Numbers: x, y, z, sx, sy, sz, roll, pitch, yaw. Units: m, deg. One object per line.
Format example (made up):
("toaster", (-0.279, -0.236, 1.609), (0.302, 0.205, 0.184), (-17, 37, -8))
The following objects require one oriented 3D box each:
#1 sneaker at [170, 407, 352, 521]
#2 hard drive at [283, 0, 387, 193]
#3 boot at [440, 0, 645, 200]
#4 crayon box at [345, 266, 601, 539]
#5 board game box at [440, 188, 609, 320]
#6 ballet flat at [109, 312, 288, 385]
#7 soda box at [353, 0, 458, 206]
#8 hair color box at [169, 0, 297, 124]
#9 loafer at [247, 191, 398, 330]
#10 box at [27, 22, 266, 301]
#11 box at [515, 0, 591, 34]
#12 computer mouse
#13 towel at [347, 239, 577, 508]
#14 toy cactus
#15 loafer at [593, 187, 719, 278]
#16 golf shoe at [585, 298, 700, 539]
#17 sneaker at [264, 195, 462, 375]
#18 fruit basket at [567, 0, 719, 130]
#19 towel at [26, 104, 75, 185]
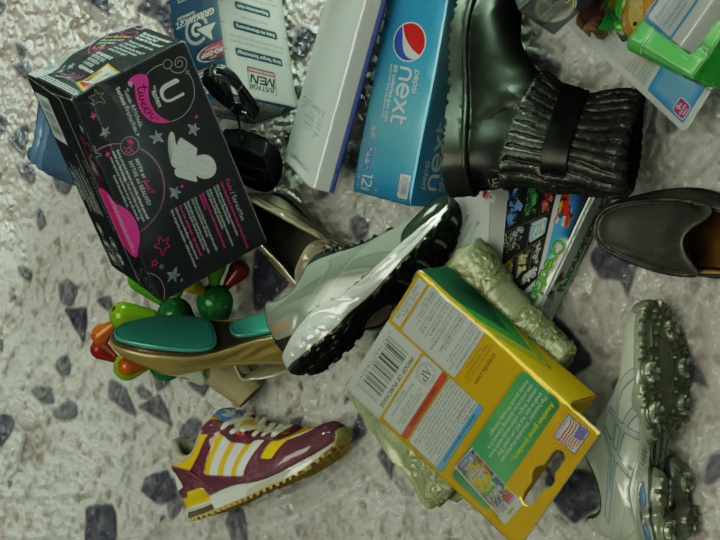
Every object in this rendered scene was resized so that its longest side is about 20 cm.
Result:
("sneaker", (-0.099, 0.161, 1.651), (0.200, 0.075, 0.090), (-27, 80, 31))
("hard drive", (-0.020, -0.179, 1.580), (0.132, 0.025, 0.201), (-131, 56, -70))
("boot", (0.154, -0.148, 1.464), (0.157, 0.079, 0.212), (-3, 65, 19))
("crayon box", (0.097, 0.107, 1.444), (0.200, 0.052, 0.126), (42, 115, 23))
("board game box", (0.117, -0.010, 1.521), (0.126, 0.035, 0.201), (34, 109, 30))
("ballet flat", (-0.124, 0.074, 1.619), (0.069, 0.199, 0.063), (-104, 11, -61))
("soda box", (0.054, -0.158, 1.546), (0.064, 0.068, 0.201), (16, 99, 34))
("hair color box", (-0.122, -0.241, 1.645), (0.060, 0.100, 0.201), (-16, 76, 35))
("loafer", (-0.048, -0.010, 1.605), (0.200, 0.063, 0.072), (39, 107, 39))
("box", (-0.185, -0.098, 1.566), (0.132, 0.115, 0.201), (29, 144, 59))
("box", (0.174, -0.307, 1.422), (0.161, 0.049, 0.200), (-40, 40, 27))
("computer mouse", (-0.103, -0.130, 1.602), (0.058, 0.200, 0.034), (20, 68, 15))
("towel", (0.080, 0.089, 1.505), (0.148, 0.036, 0.200), (50, 117, 22))
("toy cactus", (-0.158, 0.059, 1.698), (0.165, 0.102, 0.200), (46, 114, 6))
("loafer", (0.264, -0.028, 1.394), (0.199, 0.072, 0.073), (4, 93, 36))
("golf shoe", (0.210, 0.123, 1.434), (0.097, 0.078, 0.201), (-2, 88, 41))
("sneaker", (0.000, 0.000, 1.516), (0.200, 0.074, 0.079), (-39, 67, 9))
("fruit basket", (0.238, -0.239, 1.402), (0.200, 0.094, 0.185), (48, 115, 29))
("towel", (-0.239, -0.126, 1.767), (0.200, 0.048, 0.112), (22, 102, 34))
